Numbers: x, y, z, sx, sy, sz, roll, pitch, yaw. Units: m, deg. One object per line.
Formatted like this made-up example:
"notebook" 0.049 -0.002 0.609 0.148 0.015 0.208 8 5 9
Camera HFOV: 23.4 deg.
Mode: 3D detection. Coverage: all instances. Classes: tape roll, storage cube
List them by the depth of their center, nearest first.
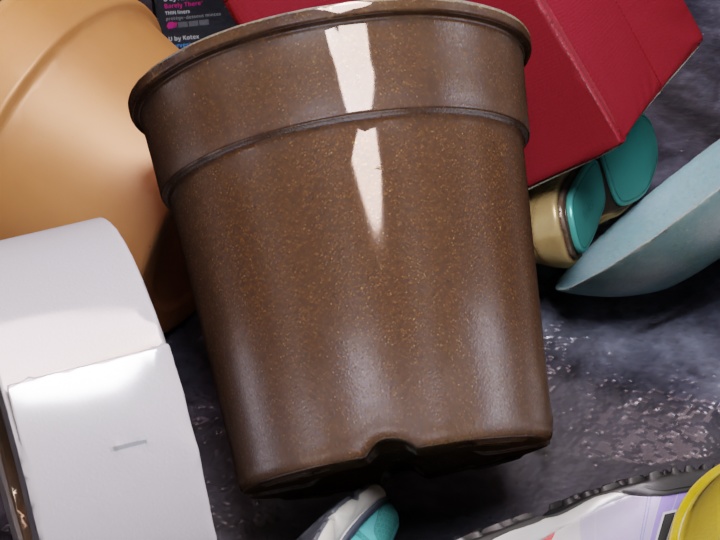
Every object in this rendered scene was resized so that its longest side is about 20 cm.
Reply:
"tape roll" -0.123 0.080 0.770 0.071 0.203 0.202 -13 36 -16
"storage cube" 0.063 -0.145 0.994 0.200 0.180 0.171 -24 14 35

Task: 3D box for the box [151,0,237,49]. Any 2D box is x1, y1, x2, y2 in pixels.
"box" -0.085 -0.180 1.143 0.106 0.200 0.122 -7 35 -5

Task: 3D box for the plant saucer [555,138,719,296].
"plant saucer" 0.200 -0.038 0.984 0.039 0.201 0.201 52 48 -2

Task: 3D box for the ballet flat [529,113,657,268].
"ballet flat" 0.124 -0.055 1.036 0.063 0.069 0.200 -8 14 27

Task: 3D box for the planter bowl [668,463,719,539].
"planter bowl" 0.240 0.122 0.744 0.200 0.084 0.201 10 40 -8

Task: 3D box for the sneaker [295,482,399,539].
"sneaker" -0.013 0.168 0.764 0.080 0.078 0.200 37 28 -7

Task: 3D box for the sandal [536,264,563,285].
"sandal" 0.054 0.001 1.004 0.075 0.048 0.200 22 41 30

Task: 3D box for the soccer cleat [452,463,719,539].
"soccer cleat" 0.106 0.140 0.800 0.200 0.073 0.068 -12 -11 -38

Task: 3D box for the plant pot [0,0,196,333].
"plant pot" -0.145 -0.053 0.991 0.140 0.200 0.200 29 44 15

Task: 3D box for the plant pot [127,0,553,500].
"plant pot" 0.000 0.000 0.831 0.200 0.200 0.199 -8 78 -7
